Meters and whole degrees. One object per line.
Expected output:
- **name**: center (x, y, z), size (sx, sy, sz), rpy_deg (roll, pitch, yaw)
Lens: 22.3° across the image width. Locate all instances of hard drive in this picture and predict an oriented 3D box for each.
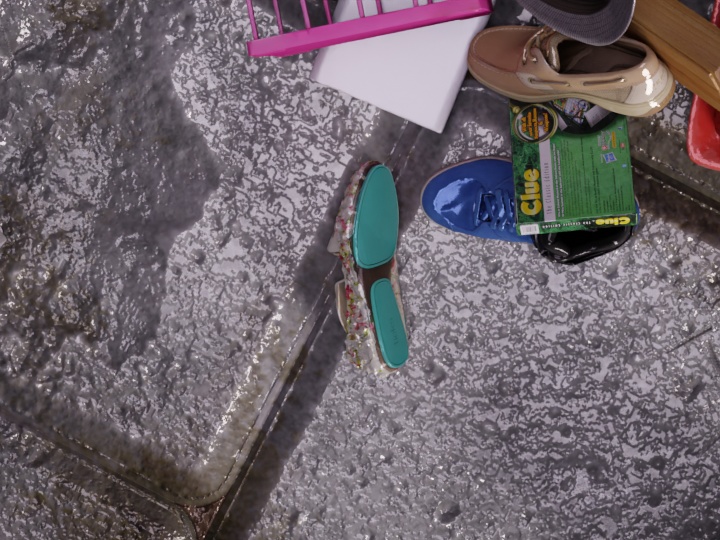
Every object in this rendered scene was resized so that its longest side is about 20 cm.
- **hard drive**: center (0.051, -0.242, 1.642), size (0.132, 0.025, 0.201), rpy_deg (23, 102, 3)

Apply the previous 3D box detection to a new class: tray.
- **tray**: center (0.250, -0.202, 1.534), size (0.037, 0.099, 0.200), rpy_deg (-47, 54, 0)

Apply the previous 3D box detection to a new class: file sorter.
- **file sorter**: center (0.001, -0.263, 1.563), size (0.199, 0.139, 0.126), rpy_deg (-10, 96, 9)

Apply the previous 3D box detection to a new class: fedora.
- **fedora**: center (0.178, -0.284, 1.475), size (0.200, 0.090, 0.177), rpy_deg (33, 145, 38)

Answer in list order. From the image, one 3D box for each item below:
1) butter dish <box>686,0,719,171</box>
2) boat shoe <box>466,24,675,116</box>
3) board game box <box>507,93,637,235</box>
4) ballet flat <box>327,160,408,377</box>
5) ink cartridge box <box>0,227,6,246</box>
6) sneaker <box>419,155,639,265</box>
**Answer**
- **butter dish**: center (0.393, -0.163, 1.552), size (0.199, 0.148, 0.200), rpy_deg (12, 101, 5)
- **boat shoe**: center (0.173, -0.185, 1.560), size (0.199, 0.065, 0.071), rpy_deg (13, 67, 34)
- **board game box**: center (0.181, -0.125, 1.589), size (0.104, 0.023, 0.201), rpy_deg (-4, 61, 6)
- **ballet flat**: center (0.000, 0.000, 1.676), size (0.064, 0.076, 0.201), rpy_deg (0, 97, 41)
- **ink cartridge box**: center (-0.426, -0.034, 1.652), size (0.083, 0.200, 0.147), rpy_deg (-42, 93, 16)
- **sneaker**: center (0.149, -0.054, 1.621), size (0.199, 0.111, 0.077), rpy_deg (8, 102, 6)
